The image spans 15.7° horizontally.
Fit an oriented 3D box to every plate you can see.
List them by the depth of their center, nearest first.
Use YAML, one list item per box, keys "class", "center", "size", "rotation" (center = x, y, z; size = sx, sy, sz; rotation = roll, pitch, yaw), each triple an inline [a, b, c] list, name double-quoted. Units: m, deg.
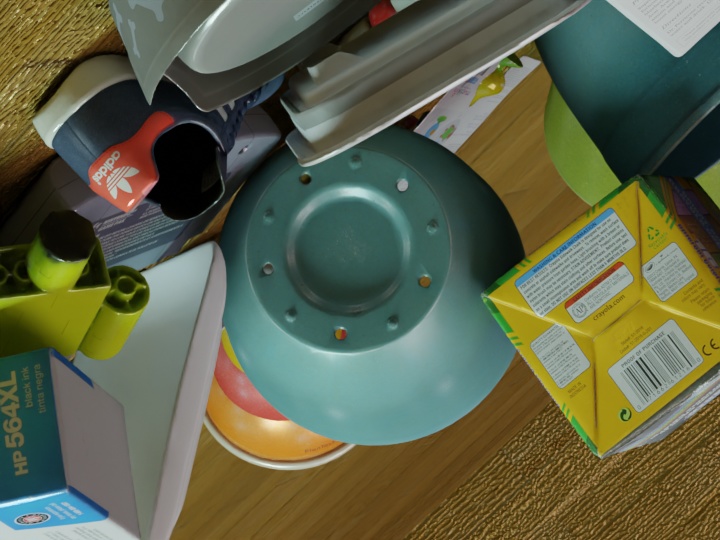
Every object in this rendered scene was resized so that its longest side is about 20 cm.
- class: "plate"
  center: [-0.137, 0.095, 1.565]
  size: [0.200, 0.032, 0.201]
  rotation: [-22, -128, 61]

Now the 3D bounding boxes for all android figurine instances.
- class: "android figurine"
  center: [-0.208, 0.032, 1.403]
  size: [0.181, 0.041, 0.200]
  rotation: [-6, 154, -26]

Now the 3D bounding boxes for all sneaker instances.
- class: "sneaker"
  center: [-0.090, -0.072, 1.388]
  size: [0.075, 0.085, 0.200]
  rotation: [-47, 167, 32]

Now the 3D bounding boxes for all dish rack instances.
- class: "dish rack"
  center: [0.029, -0.120, 1.371]
  size: [0.171, 0.044, 0.200]
  rotation: [-31, -172, -1]

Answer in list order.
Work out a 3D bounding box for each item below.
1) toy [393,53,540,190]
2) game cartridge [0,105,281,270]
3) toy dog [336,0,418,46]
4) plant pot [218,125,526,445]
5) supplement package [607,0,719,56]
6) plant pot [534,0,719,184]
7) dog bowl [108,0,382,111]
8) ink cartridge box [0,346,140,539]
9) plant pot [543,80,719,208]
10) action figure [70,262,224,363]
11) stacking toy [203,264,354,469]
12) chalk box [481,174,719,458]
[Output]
- class: "toy"
  center: [0.030, -0.089, 1.800]
  size: [0.200, 0.047, 0.115]
  rotation: [-44, 165, 16]
- class: "game cartridge"
  center: [-0.134, -0.039, 1.497]
  size: [0.200, 0.042, 0.133]
  rotation: [-24, 156, -53]
- class: "toy dog"
  center: [0.059, -0.150, 1.534]
  size: [0.132, 0.096, 0.200]
  rotation: [-33, 167, -26]
- class: "plant pot"
  center: [0.000, 0.000, 1.598]
  size: [0.200, 0.201, 0.161]
  rotation: [-39, 169, 0]
- class: "supplement package"
  center: [0.131, -0.217, 1.304]
  size: [0.121, 0.120, 0.200]
  rotation: [-42, 147, 14]
- class: "plant pot"
  center: [0.188, -0.176, 1.616]
  size: [0.200, 0.188, 0.200]
  rotation: [-37, 169, -8]
- class: "dog bowl"
  center: [-0.037, -0.157, 1.271]
  size: [0.199, 0.059, 0.200]
  rotation: [-35, 172, -6]
- class: "ink cartridge box"
  center: [-0.236, 0.116, 1.410]
  size: [0.198, 0.085, 0.146]
  rotation: [-12, 163, 7]
- class: "plant pot"
  center: [0.227, -0.162, 1.894]
  size: [0.187, 0.187, 0.200]
  rotation: [-36, 153, -17]
- class: "action figure"
  center: [-0.142, 0.046, 1.725]
  size: [0.200, 0.069, 0.130]
  rotation: [-42, 163, -22]
- class: "stacking toy"
  center: [-0.053, 0.042, 1.853]
  size: [0.146, 0.146, 0.200]
  rotation: [-36, 158, -16]
- class: "chalk box"
  center: [0.180, 0.024, 1.588]
  size: [0.124, 0.124, 0.200]
  rotation: [-39, 169, 15]
